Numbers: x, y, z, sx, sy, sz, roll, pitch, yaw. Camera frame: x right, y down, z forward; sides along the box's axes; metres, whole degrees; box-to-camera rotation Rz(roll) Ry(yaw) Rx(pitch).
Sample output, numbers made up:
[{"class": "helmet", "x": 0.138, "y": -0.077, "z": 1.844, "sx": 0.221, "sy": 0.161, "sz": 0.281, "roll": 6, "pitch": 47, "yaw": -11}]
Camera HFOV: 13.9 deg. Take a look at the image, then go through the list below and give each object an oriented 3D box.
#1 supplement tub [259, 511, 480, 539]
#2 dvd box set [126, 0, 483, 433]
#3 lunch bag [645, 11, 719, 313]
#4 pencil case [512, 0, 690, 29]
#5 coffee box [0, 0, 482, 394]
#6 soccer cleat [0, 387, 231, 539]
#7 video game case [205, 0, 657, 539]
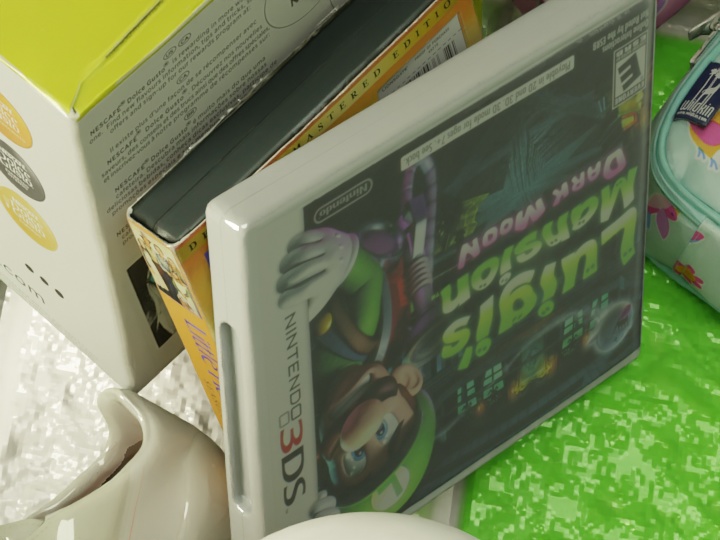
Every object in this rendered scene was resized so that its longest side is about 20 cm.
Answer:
[{"class": "supplement tub", "x": -0.008, "y": 0.173, "z": 0.986, "sx": 0.144, "sy": 0.200, "sz": 0.145, "roll": 3, "pitch": 69, "yaw": -8}, {"class": "dvd box set", "x": 0.000, "y": 0.000, "z": 1.058, "sx": 0.029, "sy": 0.200, "sz": 0.146, "roll": 32, "pitch": 67, "yaw": 34}, {"class": "lunch bag", "x": 0.211, "y": -0.035, "z": 1.159, "sx": 0.200, "sy": 0.077, "sz": 0.161, "roll": 37, "pitch": 70, "yaw": 6}, {"class": "pencil case", "x": 0.143, "y": -0.163, "z": 1.167, "sx": 0.200, "sy": 0.087, "sz": 0.088, "roll": -36, "pitch": 78, "yaw": 2}, {"class": "coffee box", "x": -0.090, "y": -0.122, "z": 1.067, "sx": 0.200, "sy": 0.198, "sz": 0.200, "roll": 39, "pitch": 70, "yaw": 21}, {"class": "soccer cleat", "x": -0.116, "y": 0.133, "z": 1.053, "sx": 0.078, "sy": 0.069, "sz": 0.200, "roll": 44, "pitch": 62, "yaw": -21}, {"class": "video game case", "x": 0.030, "y": 0.006, "z": 1.051, "sx": 0.200, "sy": 0.182, "sz": 0.023, "roll": -32, "pitch": 49, "yaw": -31}]
